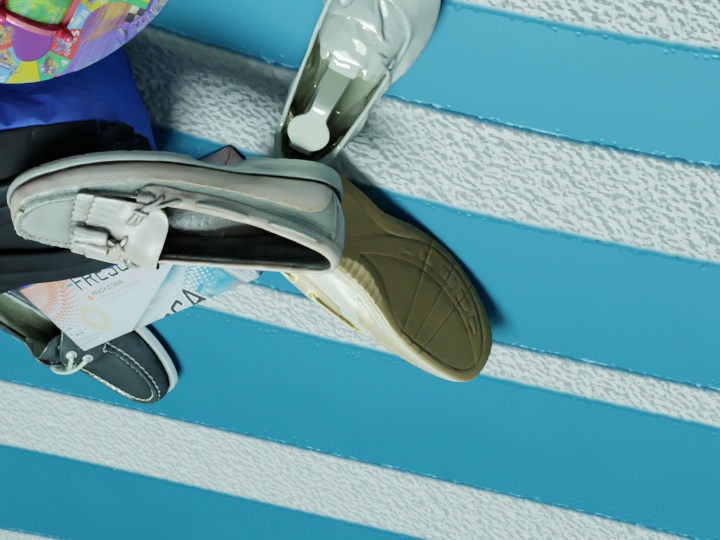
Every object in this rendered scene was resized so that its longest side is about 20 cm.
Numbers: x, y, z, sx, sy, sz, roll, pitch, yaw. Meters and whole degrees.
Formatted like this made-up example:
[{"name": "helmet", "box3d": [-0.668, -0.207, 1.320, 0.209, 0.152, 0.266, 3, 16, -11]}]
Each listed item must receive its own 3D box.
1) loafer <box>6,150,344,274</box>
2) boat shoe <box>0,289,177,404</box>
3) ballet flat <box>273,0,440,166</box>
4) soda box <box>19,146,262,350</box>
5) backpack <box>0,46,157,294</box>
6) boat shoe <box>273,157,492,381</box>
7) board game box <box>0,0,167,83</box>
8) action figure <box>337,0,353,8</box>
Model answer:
[{"name": "loafer", "box3d": [-0.106, -0.029, 1.341, 0.200, 0.063, 0.072, -1, 147, -11]}, {"name": "boat shoe", "box3d": [-0.219, 0.040, 1.634, 0.200, 0.060, 0.076, 39, 141, -15]}, {"name": "ballet flat", "box3d": [-0.005, -0.121, 1.319, 0.069, 0.069, 0.200, 28, 142, -1]}, {"name": "soda box", "box3d": [-0.139, -0.012, 1.525, 0.068, 0.064, 0.200, 45, 140, -22]}, {"name": "backpack", "box3d": [-0.230, -0.082, 1.419, 0.200, 0.168, 0.163, -7, 144, -13]}, {"name": "boat shoe", "box3d": [0.000, 0.000, 1.461, 0.200, 0.074, 0.069, 43, 151, -19]}, {"name": "board game box", "box3d": [-0.168, -0.182, 1.272, 0.039, 0.158, 0.200, 46, 158, 42]}, {"name": "action figure", "box3d": [-0.059, -0.218, 1.211, 0.194, 0.105, 0.200, 48, 135, -10]}]
